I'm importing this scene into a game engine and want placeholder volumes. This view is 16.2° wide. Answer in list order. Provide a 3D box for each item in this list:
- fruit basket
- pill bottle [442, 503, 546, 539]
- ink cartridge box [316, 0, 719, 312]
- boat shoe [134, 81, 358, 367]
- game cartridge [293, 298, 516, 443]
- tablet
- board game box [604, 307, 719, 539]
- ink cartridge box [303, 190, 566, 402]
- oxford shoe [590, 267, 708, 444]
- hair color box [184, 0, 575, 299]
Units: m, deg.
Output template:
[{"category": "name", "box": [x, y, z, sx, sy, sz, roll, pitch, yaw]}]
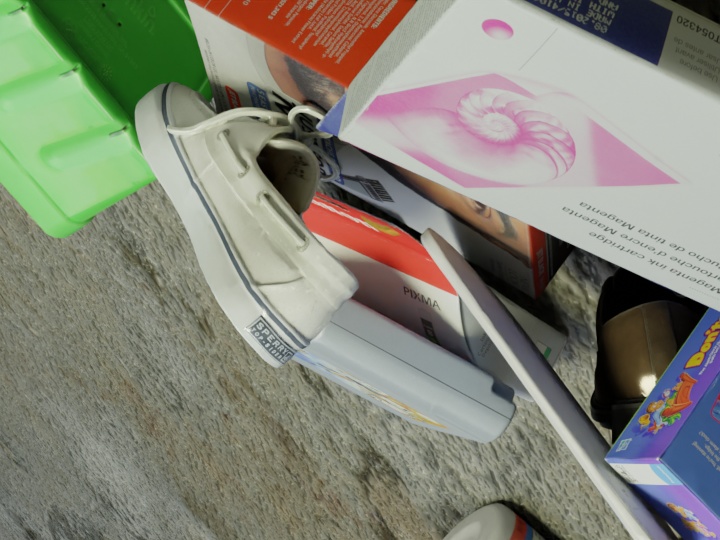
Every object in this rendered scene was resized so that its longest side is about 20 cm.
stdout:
[{"category": "fruit basket", "box": [-0.202, -0.119, 1.377, 0.215, 0.156, 0.216, 21, 147, 14]}, {"category": "pill bottle", "box": [0.131, 0.260, 1.705, 0.200, 0.112, 0.112, 40, 160, -9]}, {"category": "ink cartridge box", "box": [0.096, -0.047, 1.058, 0.196, 0.043, 0.200, 24, 150, -12]}, {"category": "boat shoe", "box": [-0.046, -0.044, 1.216, 0.075, 0.086, 0.202, 47, -171, -37]}, {"category": "game cartridge", "box": [0.002, 0.047, 1.401, 0.133, 0.042, 0.200, 25, 175, -11]}, {"category": "tablet", "box": [0.101, 0.072, 1.199, 0.200, 0.014, 0.130, 56, -175, 27]}, {"category": "board game box", "box": [0.222, 0.099, 1.152, 0.200, 0.135, 0.045, 45, 159, -18]}, {"category": "ink cartridge box", "box": [0.000, 0.000, 1.367, 0.160, 0.050, 0.200, 24, 177, 35]}, {"category": "oxford shoe", "box": [0.148, 0.038, 1.243, 0.200, 0.072, 0.085, 68, -166, -88]}, {"category": "hair color box", "box": [0.016, -0.079, 1.225, 0.199, 0.064, 0.111, 29, 158, 21]}]
